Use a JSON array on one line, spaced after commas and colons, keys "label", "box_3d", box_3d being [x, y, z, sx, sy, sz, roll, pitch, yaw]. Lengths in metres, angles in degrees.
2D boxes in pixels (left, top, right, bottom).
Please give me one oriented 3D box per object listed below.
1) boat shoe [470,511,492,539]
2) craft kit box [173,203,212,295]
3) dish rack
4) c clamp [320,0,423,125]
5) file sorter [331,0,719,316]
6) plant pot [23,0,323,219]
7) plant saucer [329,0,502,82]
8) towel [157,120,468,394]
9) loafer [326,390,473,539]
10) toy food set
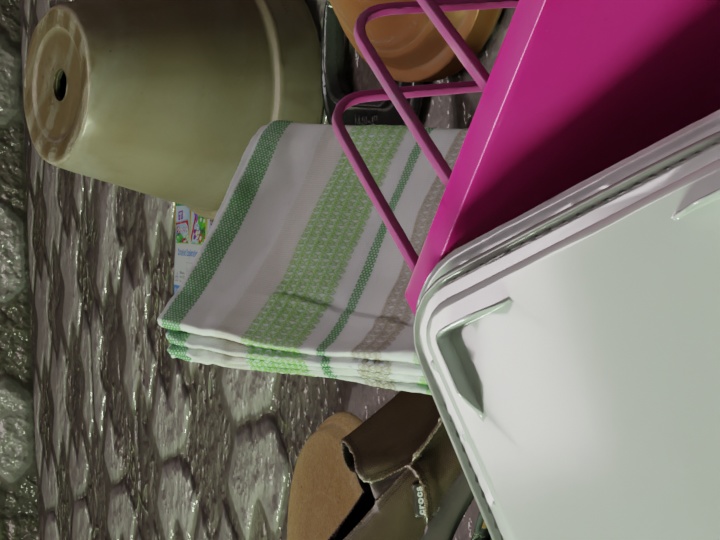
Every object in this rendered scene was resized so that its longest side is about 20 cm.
[{"label": "boat shoe", "box_3d": [0.063, 0.162, 0.758, 0.200, 0.067, 0.072, 119, 140, -58]}, {"label": "craft kit box", "box_3d": [-0.125, -0.068, 1.319, 0.200, 0.048, 0.198, -173, 80, -70]}, {"label": "dish rack", "box_3d": [0.107, 0.061, 0.475, 0.171, 0.044, 0.200, -28, 80, 28]}, {"label": "c clamp", "box_3d": [0.010, -0.165, 0.968, 0.200, 0.027, 0.171, -178, 82, -69]}, {"label": "file sorter", "box_3d": [0.083, -0.101, 0.557, 0.126, 0.139, 0.200, 62, 148, 35]}, {"label": "plant pot", "box_3d": [-0.152, -0.136, 1.129, 0.200, 0.173, 0.201, 1, 92, 53]}, {"label": "plant saucer", "box_3d": [0.021, -0.208, 0.857, 0.200, 0.032, 0.201, 25, 119, 56]}, {"label": "towel", "box_3d": [0.004, -0.015, 0.729, 0.200, 0.031, 0.149, 4, 61, 36]}, {"label": "loafer", "box_3d": [0.026, 0.095, 0.757, 0.200, 0.071, 0.073, -64, 4, -10]}, {"label": "toy food set", "box_3d": [-0.001, 0.192, 0.964, 0.198, 0.049, 0.200, -144, 56, -66]}]
